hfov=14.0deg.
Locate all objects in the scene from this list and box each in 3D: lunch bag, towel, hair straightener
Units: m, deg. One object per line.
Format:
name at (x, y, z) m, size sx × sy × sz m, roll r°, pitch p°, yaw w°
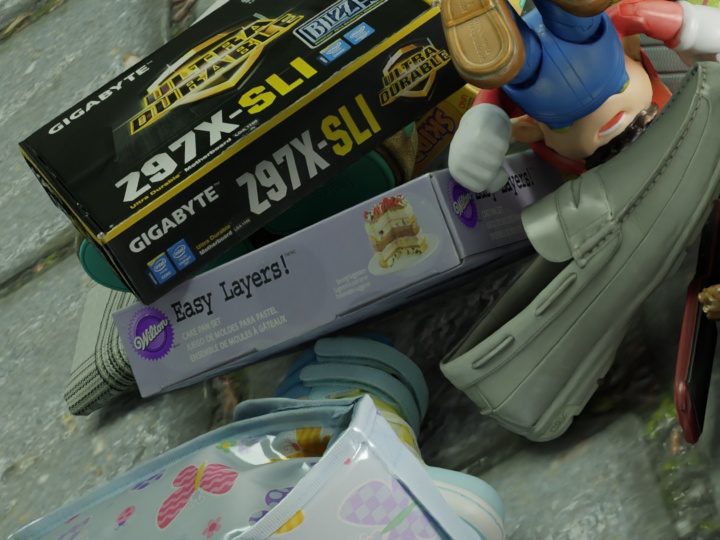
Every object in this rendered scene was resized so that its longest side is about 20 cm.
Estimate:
lunch bag at (-0.033, 0.154, 1.214) m, size 0.199 × 0.170 × 0.127 m, roll -29°, pitch 25°, yaw 22°
towel at (-0.086, -0.029, 1.660) m, size 0.192 × 0.035 × 0.200 m, roll -37°, pitch 22°, yaw 28°
hair straightener at (0.189, 0.005, 1.336) m, size 0.076 × 0.041 × 0.200 m, roll -6°, pitch 31°, yaw 16°

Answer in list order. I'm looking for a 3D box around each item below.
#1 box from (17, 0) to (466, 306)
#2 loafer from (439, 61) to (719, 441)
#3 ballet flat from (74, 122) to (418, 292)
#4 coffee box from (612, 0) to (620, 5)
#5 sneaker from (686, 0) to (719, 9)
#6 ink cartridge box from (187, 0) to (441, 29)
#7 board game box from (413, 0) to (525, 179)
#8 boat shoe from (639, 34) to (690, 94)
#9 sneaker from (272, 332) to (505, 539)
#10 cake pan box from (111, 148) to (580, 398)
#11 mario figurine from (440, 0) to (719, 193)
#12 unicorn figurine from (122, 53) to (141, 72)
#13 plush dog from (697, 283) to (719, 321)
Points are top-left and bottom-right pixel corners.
box at (-0.059, -0.079, 1.447) m, size 0.199 × 0.049 × 0.160 m, roll -35°, pitch 29°, yaw -6°
loafer at (0.106, -0.013, 1.329) m, size 0.201 × 0.070 × 0.070 m, roll -59°, pitch 7°, yaw 19°
ballet flat at (-0.055, -0.041, 1.504) m, size 0.199 × 0.071 × 0.071 m, roll -19°, pitch 32°, yaw 29°
coffee box at (0.145, -0.289, 1.644) m, size 0.199 × 0.200 × 0.198 m, roll -34°, pitch 28°, yaw 7°
sneaker at (0.252, -0.164, 1.477) m, size 0.199 × 0.078 × 0.091 m, roll -31°, pitch 36°, yaw 25°
ink cartridge box at (-0.037, -0.093, 1.597) m, size 0.200 × 0.045 × 0.176 m, roll -43°, pitch 43°, yaw 7°
board game box at (0.026, -0.080, 1.577) m, size 0.200 × 0.030 × 0.096 m, roll -48°, pitch 15°, yaw 42°
boat shoe at (0.148, -0.100, 1.492) m, size 0.066 × 0.074 × 0.200 m, roll -7°, pitch 14°, yaw -31°
sneaker at (0.010, 0.081, 1.373) m, size 0.199 × 0.080 × 0.131 m, roll -2°, pitch 45°, yaw 47°
cake pan box at (0.000, 0.000, 1.441) m, size 0.199 × 0.053 × 0.184 m, roll -24°, pitch -6°, yaw 28°
mario figurine at (0.109, -0.082, 1.348) m, size 0.123 × 0.200 × 0.107 m, roll -3°, pitch 75°, yaw 18°
unicorn figurine at (-0.079, -0.116, 1.788) m, size 0.200 × 0.074 × 0.137 m, roll -44°, pitch 30°, yaw -3°
plush dog at (0.205, -0.070, 1.234) m, size 0.159 × 0.173 × 0.200 m, roll -15°, pitch 30°, yaw 3°
